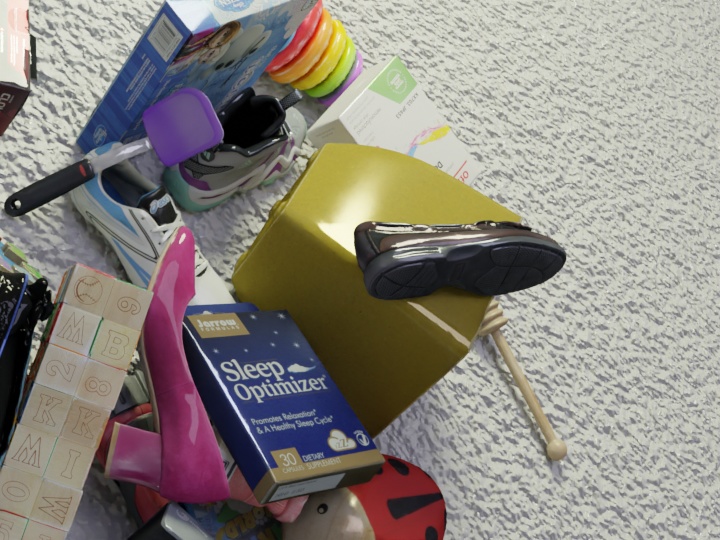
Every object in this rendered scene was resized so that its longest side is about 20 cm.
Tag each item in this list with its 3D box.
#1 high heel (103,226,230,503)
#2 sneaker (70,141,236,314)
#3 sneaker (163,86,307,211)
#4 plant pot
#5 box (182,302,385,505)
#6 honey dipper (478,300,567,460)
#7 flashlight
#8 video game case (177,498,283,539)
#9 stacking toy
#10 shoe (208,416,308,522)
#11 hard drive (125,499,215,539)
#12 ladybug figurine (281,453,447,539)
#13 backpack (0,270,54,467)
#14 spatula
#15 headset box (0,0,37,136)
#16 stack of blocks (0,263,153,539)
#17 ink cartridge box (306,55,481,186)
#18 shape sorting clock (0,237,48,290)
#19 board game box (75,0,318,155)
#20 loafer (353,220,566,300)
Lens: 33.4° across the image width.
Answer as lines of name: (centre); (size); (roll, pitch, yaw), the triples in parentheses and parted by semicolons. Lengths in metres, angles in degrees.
high heel: (-0.126, 0.071, 0.906); (0.095, 0.067, 0.203); (13, 71, -9)
sneaker: (-0.178, -0.026, 1.063); (0.200, 0.072, 0.072); (49, 41, -4)
sneaker: (-0.089, -0.138, 1.162); (0.078, 0.140, 0.200); (48, 43, -1)
plant pot: (0.000, 0.000, 1.117); (0.199, 0.194, 0.196); (37, 44, -7)
box: (-0.078, 0.091, 0.963); (0.120, 0.033, 0.201); (-2, 45, -46)
honey dipper: (0.167, 0.113, 1.291); (0.038, 0.038, 0.202); (-17, 78, -45)
flashlight: (-0.155, 0.179, 0.938); (0.201, 0.067, 0.068); (59, -1, 15)
video game case: (-0.077, 0.228, 1.012); (0.142, 0.018, 0.202); (-6, 66, -43)
stacking toy: (-0.036, -0.225, 1.311); (0.199, 0.109, 0.117); (35, 59, -32)
shoe: (-0.084, 0.126, 1.010); (0.090, 0.072, 0.201); (31, 25, -18)
hard drive: (-0.119, 0.284, 0.869); (0.135, 0.042, 0.201); (-40, 90, -8)
ladybug figurine: (0.014, 0.216, 1.037); (0.199, 0.072, 0.137); (-6, 66, -57)
backpack: (-0.302, 0.101, 0.802); (0.133, 0.182, 0.202); (18, 63, -19)
spatula: (-0.214, -0.095, 1.024); (0.198, 0.021, 0.057); (-25, 90, -3)
headset box: (-0.369, -0.210, 1.023); (0.198, 0.075, 0.150); (11, 56, -35)
stack of blocks: (-0.217, 0.102, 0.864); (0.058, 0.115, 0.202); (21, 81, -16)
ink cartridge box: (0.049, -0.109, 1.272); (0.201, 0.067, 0.117); (51, 57, -17)
shape sorting clock: (-0.310, -0.039, 0.899); (0.199, 0.200, 0.039); (39, 83, -12)
board game box: (-0.145, -0.193, 1.110); (0.044, 0.200, 0.199); (50, 43, 4)
loafer: (0.085, -0.020, 1.011); (0.198, 0.072, 0.063); (-4, 52, -30)
